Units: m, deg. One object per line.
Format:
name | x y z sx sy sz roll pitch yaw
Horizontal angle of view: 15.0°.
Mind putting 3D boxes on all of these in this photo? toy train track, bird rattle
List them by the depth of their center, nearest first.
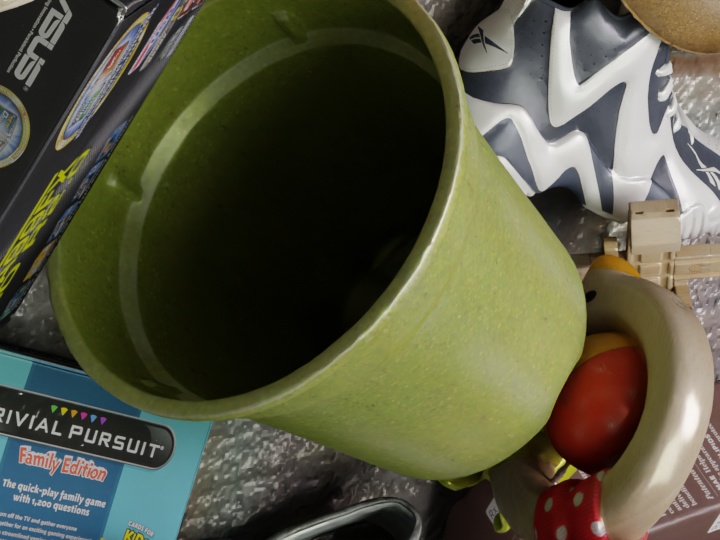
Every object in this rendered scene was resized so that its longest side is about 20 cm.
bird rattle | 0.094 0.080 1.220 0.112 0.200 0.163 25 108 -22
toy train track | 0.141 0.028 1.339 0.114 0.033 0.200 -5 152 2

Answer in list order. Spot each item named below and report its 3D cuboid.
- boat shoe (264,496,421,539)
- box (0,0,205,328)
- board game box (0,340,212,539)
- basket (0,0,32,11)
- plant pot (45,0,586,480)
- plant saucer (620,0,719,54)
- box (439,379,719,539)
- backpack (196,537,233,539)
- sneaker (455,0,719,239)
boat shoe | -0.053 0.160 1.281 0.200 0.072 0.071 -33 156 -33
box | -0.130 -0.045 1.040 0.200 0.044 0.160 -57 179 20
board game box | -0.158 0.134 1.180 0.151 0.047 0.201 18 89 -43
basket | -0.093 -0.194 0.908 0.199 0.198 0.161 -19 111 -22
plant pot | 0.000 0.000 1.167 0.201 0.200 0.184 -54 140 -1
plant saucer | 0.168 -0.199 1.239 0.200 0.035 0.201 -3 93 -47
box | 0.143 0.123 1.401 0.199 0.075 0.100 -14 149 -30
backpack | -0.094 0.217 1.124 0.183 0.147 0.201 -6 97 -43
sneaker | 0.130 -0.095 1.287 0.199 0.080 0.130 13 114 -32
